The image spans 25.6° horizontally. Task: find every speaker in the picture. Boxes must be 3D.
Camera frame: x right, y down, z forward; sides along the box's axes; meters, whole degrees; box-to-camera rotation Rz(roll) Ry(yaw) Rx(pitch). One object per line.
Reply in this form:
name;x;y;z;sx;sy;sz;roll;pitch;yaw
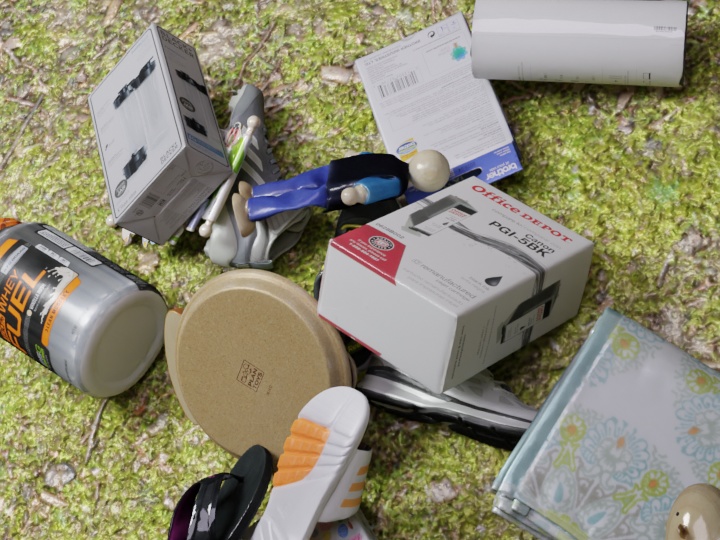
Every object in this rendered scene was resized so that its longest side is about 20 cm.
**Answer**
speaker;0.203;-0.214;1.479;0.199;0.081;0.081;3;67;12

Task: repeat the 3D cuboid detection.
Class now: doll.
doll;-0.015;-0.081;1.477;0.199;0.049;0.137;-11;20;10

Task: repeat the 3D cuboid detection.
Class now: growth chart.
growth chart;-0.180;-0.089;1.576;0.200;0.018;0.145;10;76;51

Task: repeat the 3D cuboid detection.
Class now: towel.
towel;0.223;0.155;1.305;0.171;0.048;0.200;32;80;5

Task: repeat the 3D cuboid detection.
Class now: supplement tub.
supplement tub;-0.296;0.030;1.553;0.200;0.123;0.123;27;78;30

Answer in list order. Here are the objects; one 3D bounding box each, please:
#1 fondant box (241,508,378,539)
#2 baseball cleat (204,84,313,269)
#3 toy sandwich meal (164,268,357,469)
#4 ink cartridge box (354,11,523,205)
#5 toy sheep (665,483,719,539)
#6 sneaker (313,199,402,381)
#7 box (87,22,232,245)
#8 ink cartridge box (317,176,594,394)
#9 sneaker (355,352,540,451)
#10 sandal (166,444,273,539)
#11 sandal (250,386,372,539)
fondant box;-0.032;0.297;1.359;0.144;0.058;0.200;-35;59;3
baseball cleat;-0.095;-0.091;1.576;0.106;0.070;0.201;6;69;6
toy sandwich meal;-0.086;0.087;1.436;0.205;0.070;0.206;8;106;27
ink cartridge box;0.079;-0.146;1.539;0.119;0.042;0.200;-24;57;9
toy sheep;0.297;0.256;1.211;0.138;0.138;0.200;-28;83;6
sneaker;0.000;0.000;1.473;0.074;0.085;0.201;-3;65;19
box;-0.201;-0.137;1.564;0.117;0.060;0.200;-45;42;23
ink cartridge box;0.084;0.006;1.372;0.147;0.083;0.200;31;38;30
sneaker;0.099;0.085;1.399;0.200;0.076;0.116;15;74;29
sandal;-0.144;0.231;1.369;0.201;0.048;0.075;-55;25;-13
sandal;-0.038;0.195;1.350;0.079;0.059;0.207;34;102;51
